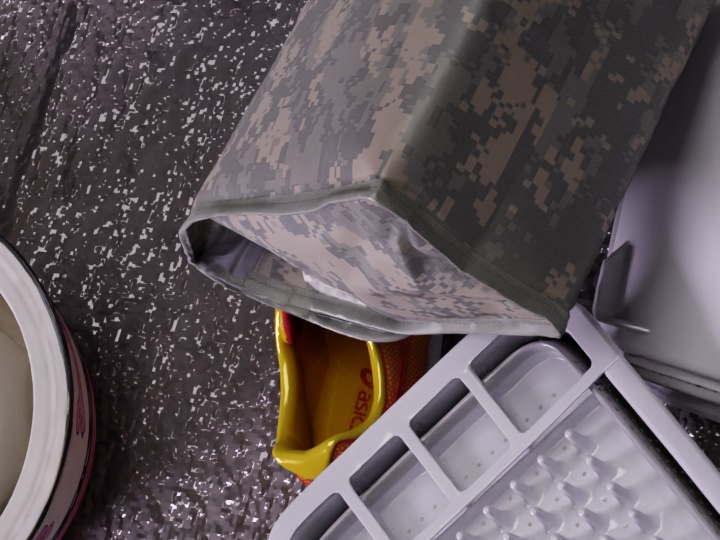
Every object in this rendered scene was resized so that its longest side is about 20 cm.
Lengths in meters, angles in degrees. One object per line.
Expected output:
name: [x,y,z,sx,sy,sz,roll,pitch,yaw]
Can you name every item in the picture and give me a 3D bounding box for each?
dish rack: [0.154,-0.040,1.085,0.171,0.043,0.201,18,97,58]
sneaker: [0.000,0.000,1.210,0.073,0.077,0.201,-14,60,26]
dish rack: [0.070,0.126,1.076,0.172,0.044,0.200,-43,54,8]
dog bowl: [-0.207,0.071,1.276,0.199,0.074,0.201,-4,77,17]
lunch bag: [0.024,-0.064,1.121,0.200,0.117,0.165,-2,58,59]
